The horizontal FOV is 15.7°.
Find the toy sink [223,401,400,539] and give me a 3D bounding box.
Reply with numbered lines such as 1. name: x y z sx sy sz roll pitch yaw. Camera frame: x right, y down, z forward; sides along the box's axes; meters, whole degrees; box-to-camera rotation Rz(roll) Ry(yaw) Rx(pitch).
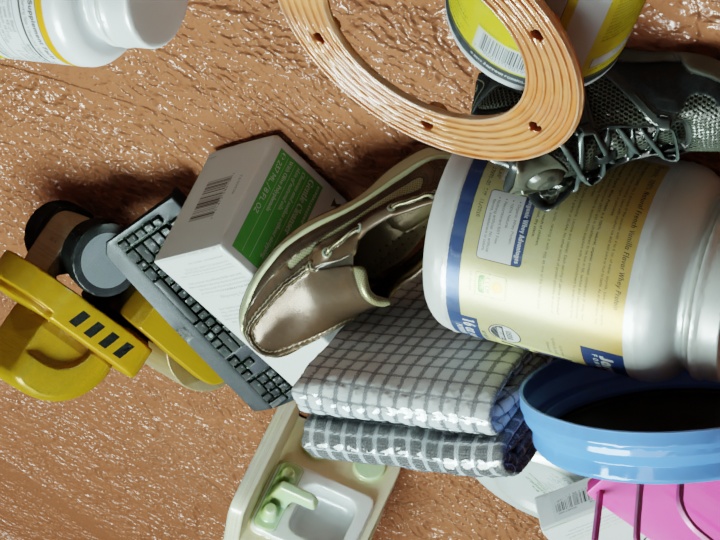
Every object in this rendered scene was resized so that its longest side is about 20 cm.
1. toy sink: -0.042 0.210 2.205 0.111 0.131 0.200 22 150 6

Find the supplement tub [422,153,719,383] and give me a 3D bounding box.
1. supplement tub: 0.154 -0.010 1.677 0.199 0.145 0.145 14 149 20

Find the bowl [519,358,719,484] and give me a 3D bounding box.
1. bowl: 0.203 0.090 1.681 0.200 0.200 0.040 5 108 33

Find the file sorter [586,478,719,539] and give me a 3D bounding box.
1. file sorter: 0.272 0.170 1.819 0.139 0.126 0.200 36 123 -17

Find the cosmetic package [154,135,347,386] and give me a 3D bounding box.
1. cosmetic package: -0.041 0.008 1.900 0.200 0.108 0.085 41 147 -28

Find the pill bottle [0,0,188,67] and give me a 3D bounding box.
1. pill bottle: -0.215 -0.192 1.710 0.199 0.110 0.109 8 146 28

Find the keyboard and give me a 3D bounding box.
1. keyboard: -0.087 0.015 1.970 0.127 0.021 0.200 -36 118 12

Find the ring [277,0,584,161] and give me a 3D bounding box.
1. ring: 0.039 -0.137 1.474 0.200 0.019 0.201 26 150 16

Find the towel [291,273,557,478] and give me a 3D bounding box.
1. towel: 0.070 0.066 1.806 0.165 0.200 0.086 3 121 33

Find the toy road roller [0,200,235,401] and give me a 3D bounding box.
1. toy road roller: -0.202 0.049 2.027 0.200 0.146 0.123 39 172 -27

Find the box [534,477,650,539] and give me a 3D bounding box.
1. box: 0.237 0.206 1.989 0.144 0.036 0.200 -23 140 16

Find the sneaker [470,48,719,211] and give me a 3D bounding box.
1. sneaker: 0.158 -0.081 1.595 0.198 0.115 0.076 13 150 18

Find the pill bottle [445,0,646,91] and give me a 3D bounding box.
1. pill bottle: 0.117 -0.193 1.445 0.112 0.112 0.200 24 151 3

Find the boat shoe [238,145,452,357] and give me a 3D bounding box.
1. boat shoe: -0.004 -0.004 1.777 0.202 0.075 0.075 -42 118 17

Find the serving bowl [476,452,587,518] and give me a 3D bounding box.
1. serving bowl: 0.152 0.143 2.009 0.199 0.066 0.200 19 149 11
